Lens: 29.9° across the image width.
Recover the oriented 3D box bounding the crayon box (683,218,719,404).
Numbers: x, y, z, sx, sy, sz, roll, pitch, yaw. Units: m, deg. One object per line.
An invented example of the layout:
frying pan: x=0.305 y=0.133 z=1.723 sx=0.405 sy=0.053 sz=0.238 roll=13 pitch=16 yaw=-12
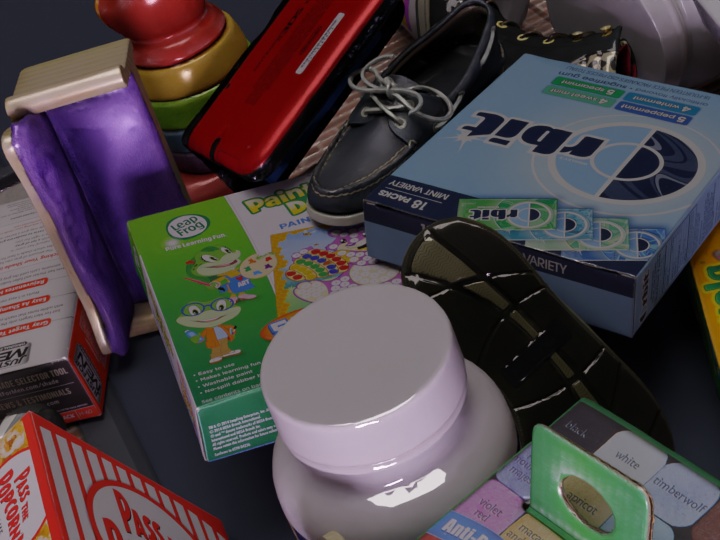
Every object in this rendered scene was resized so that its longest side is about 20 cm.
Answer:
crayon box: x=0.254 y=0.036 z=0.753 sx=0.119 sy=0.058 sz=0.200 roll=-12 pitch=40 yaw=10

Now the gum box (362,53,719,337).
gum box: x=0.126 y=-0.054 z=0.804 sx=0.170 sy=0.045 sz=0.200 roll=18 pitch=41 yaw=28

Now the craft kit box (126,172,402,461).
craft kit box: x=-0.023 y=0.010 z=0.811 sx=0.200 sy=0.049 sz=0.198 roll=-16 pitch=34 yaw=-13

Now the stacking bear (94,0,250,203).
stacking bear: x=-0.137 y=-0.160 z=1.035 sx=0.113 sy=0.200 sz=0.122 roll=-13 pitch=40 yaw=9

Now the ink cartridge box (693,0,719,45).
ink cartridge box: x=0.320 y=-0.149 z=0.807 sx=0.173 sy=0.044 sz=0.200 roll=-32 pitch=47 yaw=10

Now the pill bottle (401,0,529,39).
pill bottle: x=0.057 y=-0.260 z=1.143 sx=0.104 sy=0.104 sz=0.200 roll=-26 pitch=40 yaw=-7

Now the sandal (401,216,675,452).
sandal: x=0.098 y=0.057 z=0.722 sx=0.080 sy=0.201 sz=0.057 roll=-34 pitch=-2 yaw=-2

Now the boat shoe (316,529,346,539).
boat shoe: x=0.014 y=0.210 z=0.566 sx=0.068 sy=0.200 sz=0.075 roll=-27 pitch=-3 yaw=-10

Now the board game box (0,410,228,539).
board game box: x=-0.108 y=0.177 z=0.673 sx=0.046 sy=0.151 sz=0.200 roll=-44 pitch=40 yaw=9

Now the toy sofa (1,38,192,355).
toy sofa: x=-0.163 y=-0.045 z=0.917 sx=0.083 sy=0.200 sz=0.098 roll=-15 pitch=33 yaw=6

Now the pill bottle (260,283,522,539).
pill bottle: x=0.024 y=0.108 z=0.658 sx=0.119 sy=0.200 sz=0.120 roll=-12 pitch=39 yaw=10

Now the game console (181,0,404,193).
game console: x=-0.017 y=-0.132 z=0.949 sx=0.200 sy=0.119 sz=0.172 roll=-55 pitch=33 yaw=-5

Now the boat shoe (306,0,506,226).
boat shoe: x=0.031 y=-0.104 z=0.864 sx=0.075 sy=0.062 sz=0.200 roll=26 pitch=53 yaw=31

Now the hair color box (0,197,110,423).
hair color box: x=-0.233 y=0.026 z=0.974 sx=0.101 sy=0.061 sz=0.200 roll=-13 pitch=39 yaw=9

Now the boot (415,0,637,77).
boot: x=0.120 y=-0.164 z=0.967 sx=0.153 sy=0.073 sz=0.204 roll=-6 pitch=74 yaw=29

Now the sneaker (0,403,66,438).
sneaker: x=-0.172 y=0.169 z=0.785 sx=0.115 sy=0.075 sz=0.200 roll=-2 pitch=53 yaw=15

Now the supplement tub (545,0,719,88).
supplement tub: x=0.249 y=-0.223 z=0.985 sx=0.200 sy=0.146 sz=0.145 roll=-35 pitch=41 yaw=-17

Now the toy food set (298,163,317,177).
toy food set: x=0.000 y=0.000 z=0.898 sx=0.200 sy=0.060 sz=0.144 roll=24 pitch=56 yaw=36

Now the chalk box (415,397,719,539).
chalk box: x=0.103 y=0.151 z=0.574 sx=0.124 sy=0.200 sz=0.125 roll=-37 pitch=42 yaw=-19
